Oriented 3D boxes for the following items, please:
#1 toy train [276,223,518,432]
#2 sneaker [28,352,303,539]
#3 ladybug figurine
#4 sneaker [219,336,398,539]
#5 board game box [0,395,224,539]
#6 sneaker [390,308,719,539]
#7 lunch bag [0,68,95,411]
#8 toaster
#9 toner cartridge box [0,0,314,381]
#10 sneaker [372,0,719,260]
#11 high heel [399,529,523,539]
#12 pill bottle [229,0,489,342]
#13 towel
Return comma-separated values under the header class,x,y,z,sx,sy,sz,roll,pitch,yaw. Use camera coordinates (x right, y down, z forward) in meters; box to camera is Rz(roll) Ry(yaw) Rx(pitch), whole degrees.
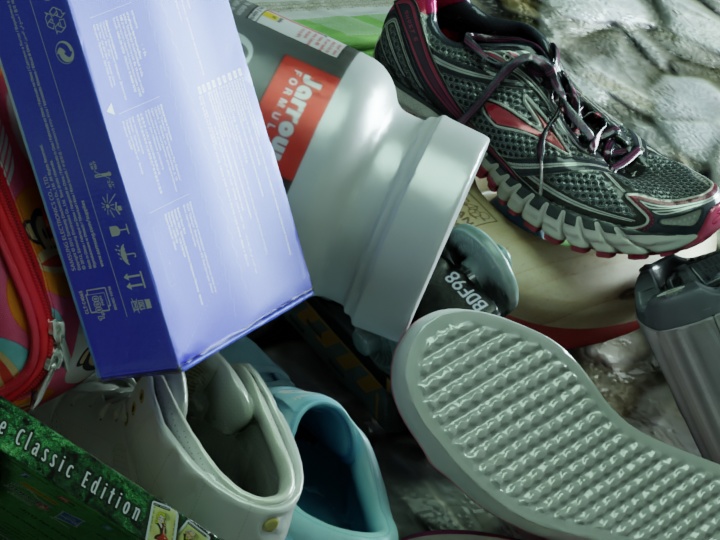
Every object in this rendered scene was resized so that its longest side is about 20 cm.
class,x,y,z,sx,sy,sz,roll,pitch,yaw
toy train,0.000,0.000,1.231,0.085,0.114,0.200,-32,59,-22
sneaker,-0.084,0.061,1.088,0.074,0.116,0.200,-7,41,-36
ladybug figurine,0.091,-0.010,1.340,0.200,0.072,0.136,-8,43,-39
sneaker,-0.028,0.073,1.135,0.074,0.082,0.200,1,38,-32
board game box,-0.153,0.069,0.980,0.200,0.105,0.023,37,53,-26
sneaker,0.073,0.083,1.147,0.200,0.105,0.075,31,71,-27
lunch bag,-0.181,-0.029,1.046,0.082,0.176,0.200,-15,81,-63
toaster,0.197,0.045,1.231,0.113,0.129,0.200,-22,5,3
toner cartridge box,-0.085,-0.068,1.005,0.043,0.200,0.095,-9,13,34
sneaker,0.088,-0.071,1.286,0.200,0.075,0.081,31,32,20
high heel,0.109,0.154,1.137,0.200,0.068,0.096,16,6,9
pill bottle,-0.055,-0.054,1.116,0.200,0.116,0.116,24,32,3
towel,-0.041,-0.137,1.426,0.149,0.031,0.200,-7,22,-34
